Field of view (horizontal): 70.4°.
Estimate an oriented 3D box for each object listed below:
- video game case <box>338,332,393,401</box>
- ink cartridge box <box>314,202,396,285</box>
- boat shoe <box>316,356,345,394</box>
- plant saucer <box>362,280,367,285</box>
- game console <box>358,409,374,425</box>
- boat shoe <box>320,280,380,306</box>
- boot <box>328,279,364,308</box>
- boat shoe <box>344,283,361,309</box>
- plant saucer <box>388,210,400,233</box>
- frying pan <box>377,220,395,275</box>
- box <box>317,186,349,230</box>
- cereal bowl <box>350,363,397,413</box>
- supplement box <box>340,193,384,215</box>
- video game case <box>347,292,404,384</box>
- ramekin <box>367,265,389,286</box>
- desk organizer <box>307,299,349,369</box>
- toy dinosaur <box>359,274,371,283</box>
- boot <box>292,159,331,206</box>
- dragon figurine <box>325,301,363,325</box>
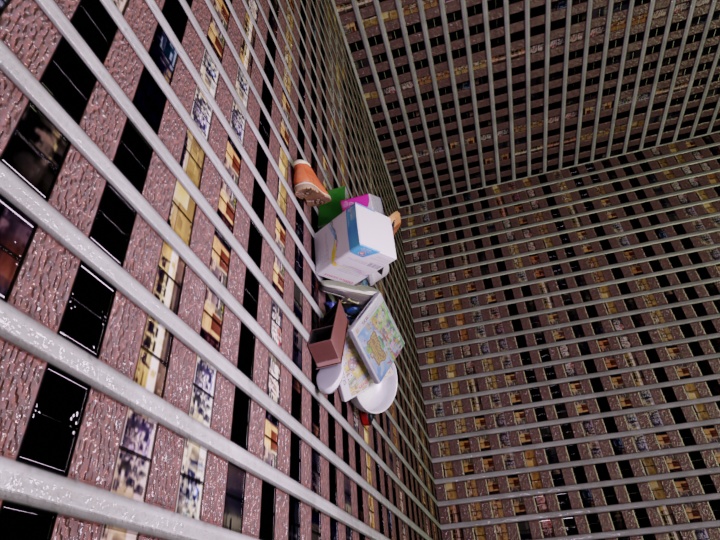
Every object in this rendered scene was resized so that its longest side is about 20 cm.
[{"bbox_3d":[0.003,0.262,1.509,0.199,0.023,0.184,-21,101,-36],"label":"video game case"},{"bbox_3d":[-0.020,-0.071,1.507,0.146,0.199,0.147,19,52,-39],"label":"ink cartridge box"},{"bbox_3d":[-0.069,0.270,1.349,0.200,0.070,0.070,-90,160,-66],"label":"boat shoe"},{"bbox_3d":[-0.009,-0.023,1.894,0.070,0.019,0.201,-83,160,-60],"label":"plant saucer"},{"bbox_3d":[0.016,0.411,1.731,0.177,0.031,0.202,5,74,-78],"label":"game console"},{"bbox_3d":[-0.033,0.073,1.525,0.072,0.200,0.061,36,-69,58],"label":"boat shoe"},{"bbox_3d":[-0.025,0.060,1.660,0.200,0.073,0.076,44,16,-23],"label":"boot"},{"bbox_3d":[-0.032,0.094,1.730,0.074,0.065,0.204,13,59,-44],"label":"boat shoe"},{"bbox_3d":[0.075,-0.113,1.731,0.037,0.201,0.200,40,9,7],"label":"plant saucer"},{"bbox_3d":[0.073,-0.060,1.567,0.190,0.031,0.116,99,0,-63],"label":"frying pan"},{"bbox_3d":[-0.067,-0.151,1.727,0.201,0.096,0.177,-90,165,-47],"label":"box"},{"bbox_3d":[0.024,0.347,1.606,0.199,0.083,0.202,12,73,-44],"label":"cereal bowl"},{"bbox_3d":[0.014,-0.185,1.673,0.200,0.100,0.104,-24,101,-78],"label":"supplement box"},{"bbox_3d":[0.051,0.198,1.507,0.182,0.022,0.201,-49,122,-43],"label":"video game case"},{"bbox_3d":[0.038,-0.049,1.989,0.202,0.094,0.204,157,-90,-81],"label":"ramekin"},{"bbox_3d":[-0.084,0.167,1.374,0.200,0.071,0.078,-81,154,-62],"label":"desk organizer"},{"bbox_3d":[0.000,0.000,1.669,0.103,0.077,0.200,-59,-177,-22],"label":"toy dinosaur"},{"bbox_3d":[-0.145,-0.258,1.520,0.200,0.074,0.108,37,37,-72],"label":"boot"},{"bbox_3d":[-0.022,0.142,1.546,0.099,0.198,0.059,158,-52,-74],"label":"dragon figurine"}]
